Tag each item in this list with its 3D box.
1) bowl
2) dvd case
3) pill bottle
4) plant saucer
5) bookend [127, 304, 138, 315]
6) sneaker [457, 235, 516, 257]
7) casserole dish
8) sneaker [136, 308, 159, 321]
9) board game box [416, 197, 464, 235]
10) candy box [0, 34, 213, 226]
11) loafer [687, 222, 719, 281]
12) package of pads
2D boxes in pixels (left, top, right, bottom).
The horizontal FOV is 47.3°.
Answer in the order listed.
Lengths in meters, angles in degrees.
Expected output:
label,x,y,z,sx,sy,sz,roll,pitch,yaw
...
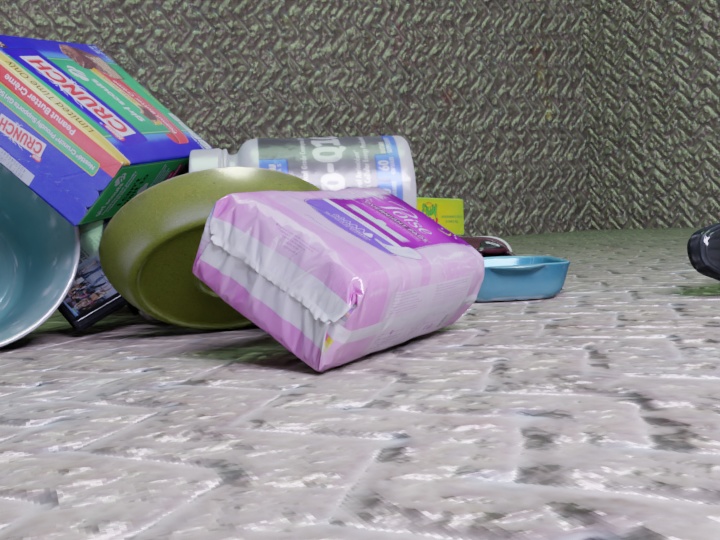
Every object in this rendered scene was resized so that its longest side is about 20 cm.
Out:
label,x,y,z,sx,sy,sz,roll,pitch,yaw
bowl,-0.354,-0.012,0.708,0.200,0.201,0.105,-5,-17,-32
dvd case,-0.226,-0.031,0.817,0.200,0.018,0.143,-33,51,-26
pill bottle,-0.055,-0.067,0.767,0.199,0.114,0.114,-3,3,-8
plant saucer,-0.107,-0.005,0.667,0.199,0.031,0.200,-9,-35,-7
bookend,-0.265,-0.019,0.965,0.092,0.199,0.200,-22,58,-36
sneaker,0.115,-0.018,1.091,0.199,0.076,0.116,-3,6,-5
casserole dish,0.159,0.007,0.899,0.121,0.039,0.200,-4,3,2
sneaker,-0.119,0.006,0.835,0.200,0.075,0.115,-32,28,-33
board game box,0.034,-0.062,0.998,0.101,0.048,0.200,-2,2,35
candy box,-0.248,-0.130,0.741,0.169,0.077,0.200,41,18,1
loafer,0.383,-0.013,0.801,0.200,0.068,0.070,1,-7,-31
package of pads,-0.005,-0.002,0.570,0.120,0.076,0.200,37,22,23
